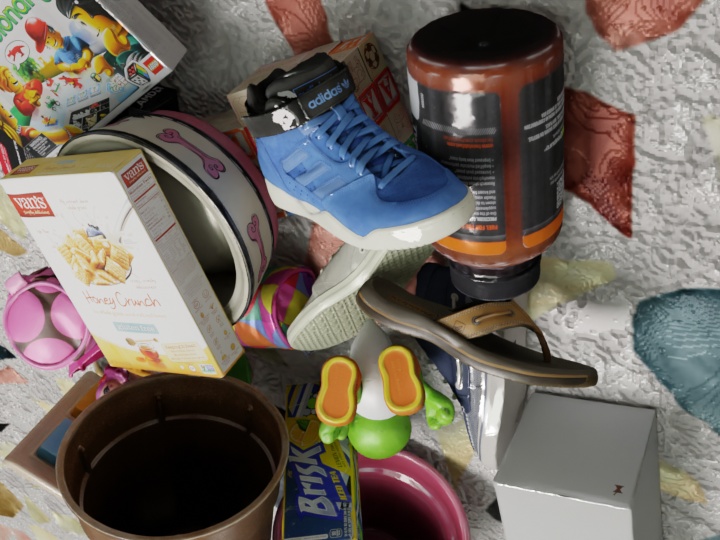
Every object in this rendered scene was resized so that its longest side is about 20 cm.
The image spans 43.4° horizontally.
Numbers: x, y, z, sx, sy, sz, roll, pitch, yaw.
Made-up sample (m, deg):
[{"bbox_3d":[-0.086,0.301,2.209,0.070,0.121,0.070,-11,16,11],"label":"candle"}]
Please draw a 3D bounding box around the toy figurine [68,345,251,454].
[{"bbox_3d":[-0.241,0.138,1.006,0.184,0.150,0.200,25,119,27],"label":"toy figurine"}]

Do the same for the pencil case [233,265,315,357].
[{"bbox_3d":[-0.130,0.035,0.890,0.200,0.088,0.088,2,126,31],"label":"pencil case"}]

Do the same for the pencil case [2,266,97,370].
[{"bbox_3d":[-0.277,0.027,0.894,0.091,0.200,0.094,-44,96,6],"label":"pencil case"}]

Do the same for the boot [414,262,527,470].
[{"bbox_3d":[0.096,0.084,0.811,0.090,0.073,0.200,14,122,27],"label":"boot"}]

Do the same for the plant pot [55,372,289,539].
[{"bbox_3d":[-0.165,0.232,0.844,0.200,0.200,0.198,17,128,19],"label":"plant pot"}]

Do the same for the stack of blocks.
[{"bbox_3d":[-0.060,-0.109,0.747,0.200,0.059,0.115,-8,120,35],"label":"stack of blocks"}]

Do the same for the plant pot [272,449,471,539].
[{"bbox_3d":[0.008,0.311,0.968,0.200,0.200,0.179,23,148,13],"label":"plant pot"}]

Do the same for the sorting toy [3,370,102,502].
[{"bbox_3d":[-0.276,0.206,1.034,0.185,0.200,0.036,32,117,-2],"label":"sorting toy"}]

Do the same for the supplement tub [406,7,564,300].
[{"bbox_3d":[0.092,-0.076,0.650,0.107,0.107,0.200,10,129,24],"label":"supplement tub"}]

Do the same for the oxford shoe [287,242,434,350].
[{"bbox_3d":[0.000,0.000,0.783,0.200,0.075,0.058,-50,52,33],"label":"oxford shoe"}]

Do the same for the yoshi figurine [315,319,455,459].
[{"bbox_3d":[0.017,0.124,0.807,0.112,0.112,0.200,39,176,10],"label":"yoshi figurine"}]

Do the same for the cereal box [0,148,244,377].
[{"bbox_3d":[-0.195,-0.002,0.744,0.144,0.040,0.200,0,127,36],"label":"cereal box"}]

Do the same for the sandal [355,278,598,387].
[{"bbox_3d":[0.092,0.040,0.710,0.200,0.082,0.055,25,102,22],"label":"sandal"}]

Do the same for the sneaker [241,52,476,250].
[{"bbox_3d":[-0.011,-0.087,0.614,0.200,0.077,0.111,24,141,49],"label":"sneaker"}]

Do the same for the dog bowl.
[{"bbox_3d":[-0.157,-0.046,0.763,0.200,0.074,0.200,20,137,21],"label":"dog bowl"}]

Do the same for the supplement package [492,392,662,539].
[{"bbox_3d":[0.205,0.228,0.822,0.117,0.117,0.200,6,128,28],"label":"supplement package"}]

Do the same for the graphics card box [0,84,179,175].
[{"bbox_3d":[-0.261,-0.128,0.858,0.200,0.051,0.126,16,131,20],"label":"graphics card box"}]

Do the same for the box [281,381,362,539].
[{"bbox_3d":[-0.036,0.199,0.877,0.070,0.200,0.064,-7,127,2],"label":"box"}]

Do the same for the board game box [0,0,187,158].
[{"bbox_3d":[-0.250,-0.172,0.742,0.200,0.035,0.126,-25,122,40],"label":"board game box"}]
